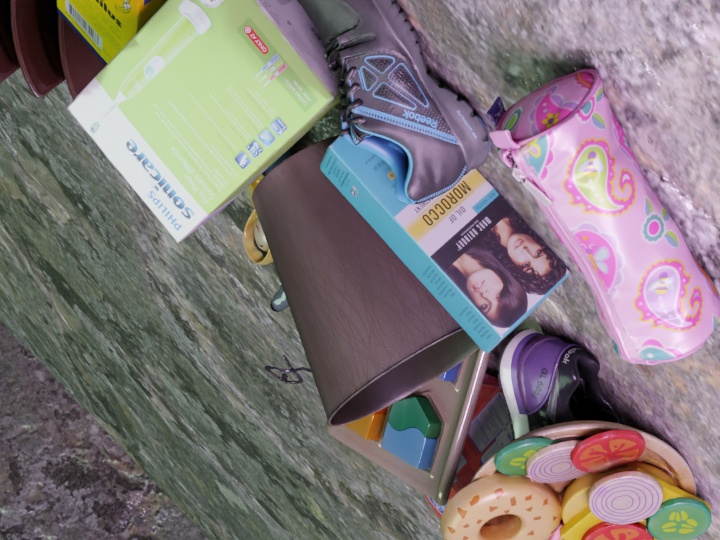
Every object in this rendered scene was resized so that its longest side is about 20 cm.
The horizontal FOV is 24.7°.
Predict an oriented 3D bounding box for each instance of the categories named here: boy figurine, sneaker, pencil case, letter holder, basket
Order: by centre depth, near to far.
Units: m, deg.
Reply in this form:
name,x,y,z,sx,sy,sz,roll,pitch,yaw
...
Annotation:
name,x,y,z,sx,sy,sz,roll,pitch,yaw
pencil case,0.161,-0.033,1.080,0.201,0.087,0.087,56,160,-21
sneaker,0.010,-0.141,1.218,0.200,0.082,0.073,51,163,1
sneaker,0.179,0.148,1.376,0.087,0.076,0.202,12,131,47
basket,0.000,0.000,1.381,0.136,0.180,0.201,-4,-119,-58
boy figurine,-0.091,-0.086,1.561,0.124,0.064,0.201,49,157,32
letter holder,-0.316,-0.244,1.667,0.101,0.142,0.200,44,160,16

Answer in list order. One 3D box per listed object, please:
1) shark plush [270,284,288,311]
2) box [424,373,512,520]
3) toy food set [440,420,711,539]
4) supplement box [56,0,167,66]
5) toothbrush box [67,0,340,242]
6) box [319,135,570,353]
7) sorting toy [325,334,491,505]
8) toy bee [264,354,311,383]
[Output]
name,x,y,z,sx,sy,sz,roll,pitch,yaw
shark plush,-0.016,-0.019,1.597,0.083,0.091,0.201,28,138,1
box,0.117,0.192,1.565,0.094,0.103,0.201,24,153,52
toy food set,0.180,0.194,1.351,0.199,0.049,0.198,27,128,-23
supplement box,-0.185,-0.257,1.395,0.110,0.109,0.200,47,161,7
toothbrush box,-0.116,-0.145,1.327,0.200,0.086,0.146,-40,91,29
box,0.065,-0.040,1.286,0.200,0.082,0.049,48,161,5
sorting toy,0.039,0.090,1.482,0.036,0.187,0.199,9,-169,-36
toy bee,0.024,0.091,1.634,0.199,0.110,0.130,31,162,-27
